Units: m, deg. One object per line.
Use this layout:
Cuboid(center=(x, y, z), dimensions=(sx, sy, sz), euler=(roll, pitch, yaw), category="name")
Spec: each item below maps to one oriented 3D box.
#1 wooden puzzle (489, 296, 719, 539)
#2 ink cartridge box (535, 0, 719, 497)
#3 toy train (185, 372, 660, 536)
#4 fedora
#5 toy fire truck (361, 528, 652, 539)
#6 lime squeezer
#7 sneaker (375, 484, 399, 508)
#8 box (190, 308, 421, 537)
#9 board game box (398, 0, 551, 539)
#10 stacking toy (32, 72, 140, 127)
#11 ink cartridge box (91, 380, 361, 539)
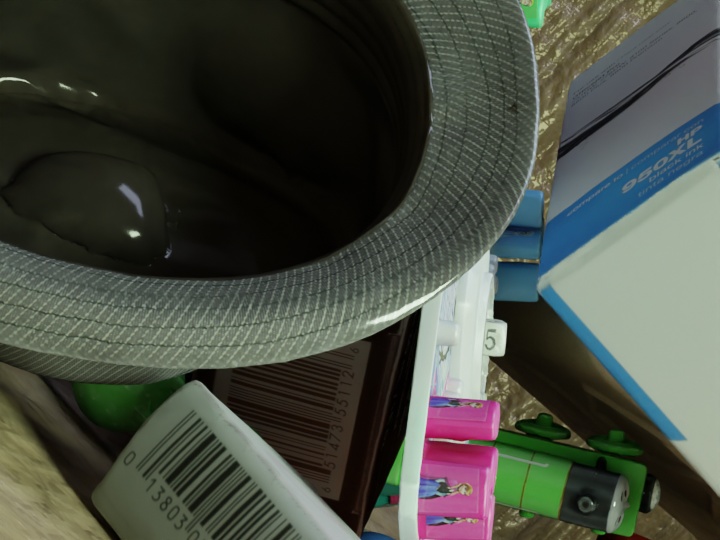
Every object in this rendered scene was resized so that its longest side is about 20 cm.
Cuboid(center=(0.131, 0.068, 0.971), dimensions=(0.200, 0.046, 0.185), euler=(46, -8, -15), category="wooden puzzle")
Cuboid(center=(0.145, -0.007, 0.866), dimensions=(0.145, 0.084, 0.200), euler=(47, 22, -14), category="ink cartridge box")
Cuboid(center=(0.016, 0.066, 0.908), dimensions=(0.200, 0.042, 0.056), euler=(12, 7, 12), category="toy train")
Cuboid(center=(-0.058, -0.030, 0.643), dimensions=(0.090, 0.200, 0.177), euler=(105, -17, -54), category="fedora")
Cuboid(center=(0.063, 0.147, 0.928), dimensions=(0.168, 0.112, 0.200), euler=(21, -2, 1), category="toy fire truck")
Cuboid(center=(-0.064, 0.058, 0.773), dimensions=(0.200, 0.038, 0.071), euler=(45, -33, 1), category="lime squeezer")
Cuboid(center=(-0.024, 0.042, 1.033), dimensions=(0.083, 0.121, 0.200), euler=(-8, 29, -32), category="sneaker")
Cuboid(center=(0.000, 0.000, 0.873), dimensions=(0.075, 0.100, 0.200), euler=(15, 31, 6), category="box")
Cuboid(center=(0.039, 0.022, 0.743), dimensions=(0.026, 0.200, 0.200), euler=(6, -28, 6), category="board game box")
Cuboid(center=(-0.089, -0.031, 0.800), dimensions=(0.085, 0.085, 0.200), euler=(45, -10, 4), category="stacking toy")
Cuboid(center=(0.028, 0.130, 0.646), dimensions=(0.163, 0.057, 0.200), euler=(44, 3, 40), category="ink cartridge box")
